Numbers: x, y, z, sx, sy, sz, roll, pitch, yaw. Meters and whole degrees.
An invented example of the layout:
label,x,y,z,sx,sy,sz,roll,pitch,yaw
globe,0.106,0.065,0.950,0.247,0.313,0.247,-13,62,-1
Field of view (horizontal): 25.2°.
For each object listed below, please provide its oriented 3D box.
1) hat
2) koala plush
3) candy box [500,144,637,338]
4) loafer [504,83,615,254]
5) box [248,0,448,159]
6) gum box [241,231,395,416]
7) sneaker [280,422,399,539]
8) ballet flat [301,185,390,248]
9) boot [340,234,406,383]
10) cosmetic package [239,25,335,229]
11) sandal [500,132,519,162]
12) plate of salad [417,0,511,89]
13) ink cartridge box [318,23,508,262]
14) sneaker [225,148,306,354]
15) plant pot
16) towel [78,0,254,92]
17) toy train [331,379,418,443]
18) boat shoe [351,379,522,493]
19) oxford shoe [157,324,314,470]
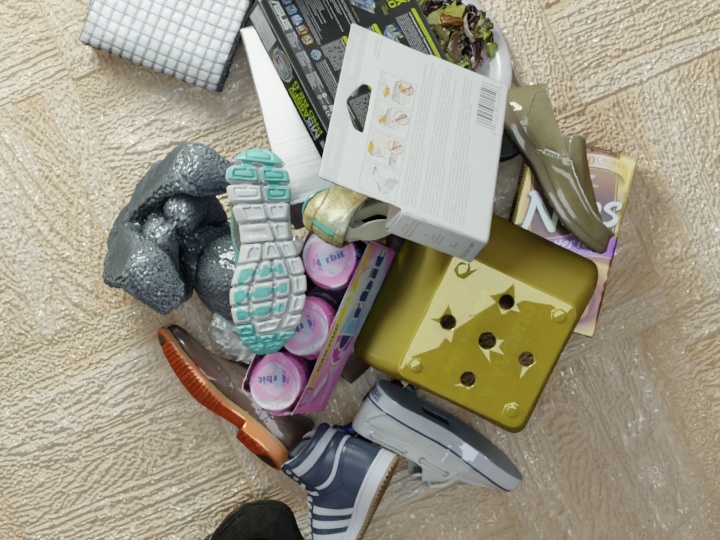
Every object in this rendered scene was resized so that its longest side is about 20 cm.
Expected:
label,x,y,z,sx,sy,sz,roll,pitch,yaw
hat,-0.136,0.339,1.729,0.081,0.201,0.201,4,93,39
koala plush,-0.154,-0.011,1.698,0.200,0.184,0.177,28,75,-20
candy box,0.216,-0.038,1.737,0.117,0.056,0.200,13,91,-1
loafer,0.210,-0.109,1.669,0.067,0.076,0.200,-33,91,8
box,0.002,-0.207,1.625,0.160,0.044,0.200,-26,85,-24
gum box,-0.045,0.054,1.657,0.066,0.113,0.200,25,93,15
sneaker,-0.040,0.247,1.720,0.108,0.070,0.200,28,123,7
ballet flat,0.031,-0.067,1.602,0.200,0.071,0.071,-21,94,-39
boot,0.000,0.000,1.738,0.200,0.064,0.186,-36,90,6
cosmetic package,-0.059,-0.157,1.683,0.090,0.107,0.200,-17,76,1
sandal,0.084,-0.131,1.723,0.200,0.048,0.075,-12,64,-22
plate of salad,0.068,-0.226,1.702,0.200,0.048,0.200,5,70,-13
ink cartridge box,0.049,-0.123,1.544,0.174,0.044,0.200,20,54,-13
sneaker,-0.094,-0.017,1.596,0.078,0.091,0.200,0,88,-4
plant pot,0.121,0.053,1.626,0.200,0.176,0.200,26,98,-3
towel,-0.189,-0.306,1.708,0.166,0.086,0.200,21,94,0
toy train,0.027,0.143,1.754,0.046,0.034,0.200,45,91,1
boat shoe,0.075,0.201,1.728,0.202,0.075,0.086,31,106,-23
oxford shoe,-0.136,0.123,1.743,0.200,0.071,0.073,46,71,-6
